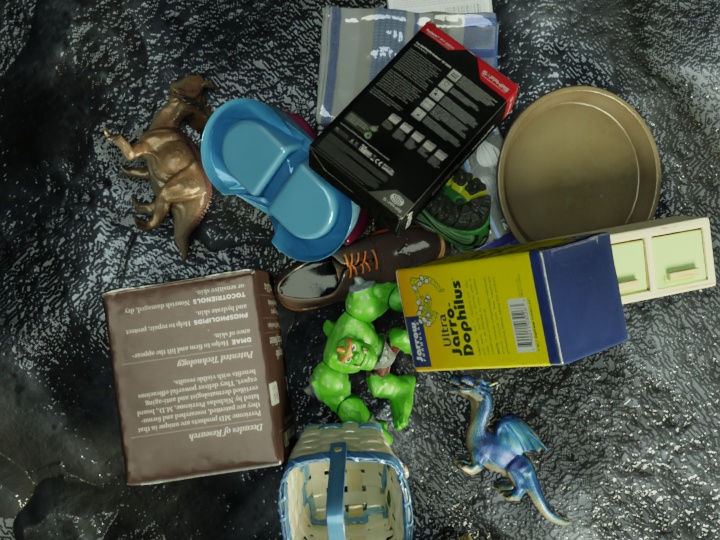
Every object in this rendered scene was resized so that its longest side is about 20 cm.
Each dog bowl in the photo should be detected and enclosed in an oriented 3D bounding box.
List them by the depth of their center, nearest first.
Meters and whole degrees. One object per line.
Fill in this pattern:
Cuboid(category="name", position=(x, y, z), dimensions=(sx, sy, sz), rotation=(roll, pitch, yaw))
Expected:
Cuboid(category="dog bowl", position=(-0.081, -0.100, 1.275), dimensions=(0.200, 0.050, 0.112), rotation=(43, 114, 10))

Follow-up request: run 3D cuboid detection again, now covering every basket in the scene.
Cuboid(category="basket", position=(-0.015, 0.255, 1.218), dimensions=(0.137, 0.201, 0.178), rotation=(-1, 119, 5))

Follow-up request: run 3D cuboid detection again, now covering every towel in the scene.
Cuboid(category="towel", position=(0.051, -0.220, 1.288), dimensions=(0.197, 0.024, 0.149), rotation=(4, 70, 3))

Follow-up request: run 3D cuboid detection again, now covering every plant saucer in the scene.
Cuboid(category="plant saucer", position=(0.236, -0.100, 1.299), dimensions=(0.198, 0.029, 0.203), rotation=(-1, 93, -17))

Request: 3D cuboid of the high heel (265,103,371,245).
Cuboid(category="high heel", position=(-0.072, -0.110, 1.309), dimensions=(0.198, 0.068, 0.097), rotation=(27, 57, 1))

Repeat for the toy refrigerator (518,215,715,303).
Cuboid(category="toy refrigerator", position=(0.275, -0.006, 1.266), dimensions=(0.198, 0.070, 0.077), rotation=(-10, 96, -17))

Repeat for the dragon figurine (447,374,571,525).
Cuboid(category="dragon figurine", position=(0.168, 0.194, 1.301), dimensions=(0.199, 0.059, 0.100), rotation=(34, 90, 5))

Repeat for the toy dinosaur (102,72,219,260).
Cuboid(category="toy dinosaur", position=(-0.200, -0.118, 1.327), dimensions=(0.134, 0.086, 0.202), rotation=(-18, 92, -5))

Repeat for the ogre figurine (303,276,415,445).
Cuboid(category="ogre figurine", position=(0.017, 0.094, 1.297), dimensions=(0.119, 0.098, 0.201), rotation=(22, 119, -13))

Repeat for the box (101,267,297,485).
Cuboid(category="box", position=(-0.166, 0.110, 1.269), dimensions=(0.162, 0.166, 0.203), rotation=(-9, 88, 2))

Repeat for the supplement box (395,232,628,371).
Cuboid(category="supplement box", position=(0.147, 0.033, 1.182), dimensions=(0.108, 0.199, 0.111), rotation=(-14, 94, -41))

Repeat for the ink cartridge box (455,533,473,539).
Cuboid(category="ink cartridge box", position=(0.058, 0.377, 1.245), dimensions=(0.199, 0.165, 0.075), rotation=(-35, 91, 2))

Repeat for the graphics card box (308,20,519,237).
Cuboid(category="graphics card box", position=(0.055, -0.147, 1.219), dimensions=(0.125, 0.051, 0.200), rotation=(37, 69, 10))

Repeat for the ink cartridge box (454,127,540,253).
Cuboid(category="ink cartridge box", position=(0.132, -0.087, 1.327), dimensions=(0.099, 0.039, 0.202), rotation=(-25, 87, 1))

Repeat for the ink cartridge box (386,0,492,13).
Cuboid(category="ink cartridge box", position=(0.085, -0.332, 1.340), dimensions=(0.118, 0.042, 0.203), rotation=(-6, 90, 4))

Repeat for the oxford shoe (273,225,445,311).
Cuboid(category="oxford shoe", position=(0.000, 0.000, 1.312), dimensions=(0.198, 0.073, 0.072), rotation=(-21, 87, 2))

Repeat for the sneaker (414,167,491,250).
Cuboid(category="sneaker", position=(0.060, -0.087, 1.279), dimensions=(0.078, 0.086, 0.200), rotation=(-37, 57, -15))
